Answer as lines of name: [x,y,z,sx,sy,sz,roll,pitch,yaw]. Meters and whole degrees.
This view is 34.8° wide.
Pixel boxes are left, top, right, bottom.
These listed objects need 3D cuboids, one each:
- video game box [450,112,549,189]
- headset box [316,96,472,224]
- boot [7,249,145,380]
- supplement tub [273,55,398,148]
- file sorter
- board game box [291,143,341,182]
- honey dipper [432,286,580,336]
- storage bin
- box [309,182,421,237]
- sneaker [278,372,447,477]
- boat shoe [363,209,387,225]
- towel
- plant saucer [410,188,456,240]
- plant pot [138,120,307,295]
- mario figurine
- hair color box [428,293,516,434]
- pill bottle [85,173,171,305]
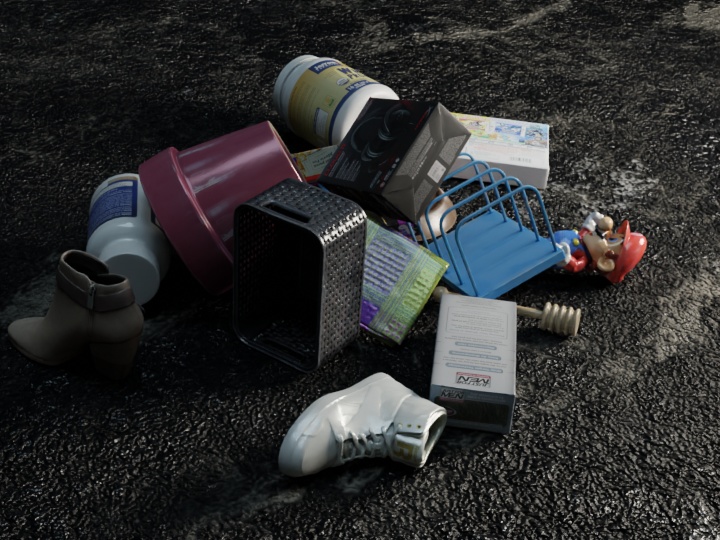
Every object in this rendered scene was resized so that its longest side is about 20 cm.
video game box: [0.218,-0.206,1.941,0.198,0.047,0.183,8,33,5]
headset box: [0.038,-0.156,1.583,0.077,0.149,0.200,38,-10,-32]
boot: [-0.340,0.044,1.357,0.199,0.147,0.070,15,34,18]
supplement tub: [-0.041,-0.270,1.916,0.144,0.145,0.200,-20,39,-35]
file sorter: [0.154,-0.064,1.552,0.138,0.123,0.200,-29,27,-11]
board game box: [-0.030,-0.166,1.742,0.199,0.047,0.151,-13,3,-6]
honey dipper: [0.191,0.051,1.528,0.199,0.038,0.038,11,31,16]
storage bin: [-0.076,0.005,1.402,0.135,0.201,0.094,23,35,28]
box: [-0.027,-0.083,1.676,0.199,0.036,0.143,-14,40,-10]
sneaker: [0.012,0.181,1.251,0.115,0.074,0.200,23,34,33]
boat shoe: [-0.054,-0.067,1.590,0.200,0.072,0.061,16,0,20]
towel: [0.000,0.000,1.501,0.199,0.023,0.144,27,72,17]
plant saucer: [0.050,-0.106,1.769,0.199,0.032,0.201,3,32,-2]
plant pot: [-0.164,-0.096,1.501,0.178,0.200,0.200,-31,35,3]
mario figurine: [0.304,-0.047,1.626,0.198,0.106,0.124,0,59,6]
hair color box: [0.138,0.109,1.398,0.098,0.061,0.200,7,31,4]
pill bottle: [-0.309,-0.038,1.531,0.110,0.112,0.200,-1,31,-10]
